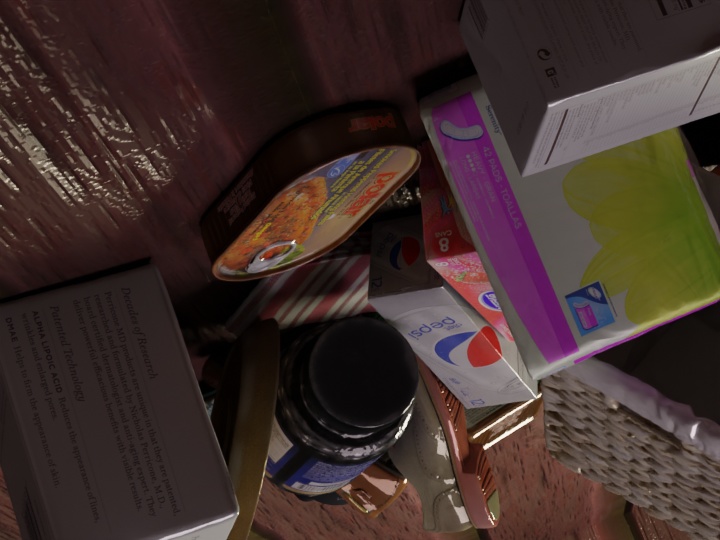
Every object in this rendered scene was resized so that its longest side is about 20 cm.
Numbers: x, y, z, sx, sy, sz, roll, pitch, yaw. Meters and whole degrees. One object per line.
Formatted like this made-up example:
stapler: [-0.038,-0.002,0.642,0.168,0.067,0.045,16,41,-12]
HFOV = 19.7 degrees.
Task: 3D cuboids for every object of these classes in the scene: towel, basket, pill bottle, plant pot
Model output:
towel: [0.000,0.000,1.647,0.199,0.030,0.146,-10,159,-28]
basket: [0.252,0.070,1.462,0.200,0.198,0.161,-45,149,-28]
pill bottle: [-0.021,0.103,1.611,0.111,0.112,0.200,-16,168,-19]
plant pot: [-0.098,0.133,1.606,0.027,0.201,0.200,11,155,-11]

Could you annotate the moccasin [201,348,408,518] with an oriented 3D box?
moccasin: [-0.053,0.139,1.758,0.078,0.201,0.074,-49,-161,17]

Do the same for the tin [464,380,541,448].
tin: [0.084,0.101,1.800,0.200,0.112,0.042,-27,144,-46]

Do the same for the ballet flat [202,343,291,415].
ballet flat: [-0.083,0.116,1.819,0.199,0.072,0.069,-30,167,28]

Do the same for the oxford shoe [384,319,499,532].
oxford shoe: [0.049,0.124,1.672,0.073,0.201,0.071,-16,-169,17]

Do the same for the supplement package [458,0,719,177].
supplement package: [0.174,-0.152,1.236,0.199,0.110,0.114,-18,163,-11]

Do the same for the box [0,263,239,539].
box: [-0.188,0.132,1.512,0.130,0.201,0.199,-15,162,-17]

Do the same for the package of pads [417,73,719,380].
package of pads: [0.143,-0.050,1.356,0.154,0.201,0.068,-23,-178,4]

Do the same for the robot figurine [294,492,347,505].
robot figurine: [-0.001,0.142,1.903,0.124,0.151,0.200,23,142,-28]

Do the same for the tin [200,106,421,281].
tin: [-0.036,-0.051,1.417,0.111,0.042,0.200,-6,157,-33]

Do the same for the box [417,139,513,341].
box: [0.121,-0.025,1.509,0.102,0.095,0.200,-9,158,18]

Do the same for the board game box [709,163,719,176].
board game box: [0.350,-0.003,1.669,0.200,0.200,0.200,-38,173,-27]

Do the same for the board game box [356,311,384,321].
board game box: [0.097,0.045,1.768,0.199,0.105,0.023,-14,158,-27]

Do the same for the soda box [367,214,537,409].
soda box: [0.074,0.034,1.594,0.063,0.069,0.200,-10,148,23]

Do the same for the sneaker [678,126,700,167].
sneaker: [0.205,-0.078,1.570,0.084,0.073,0.200,-24,165,-1]
